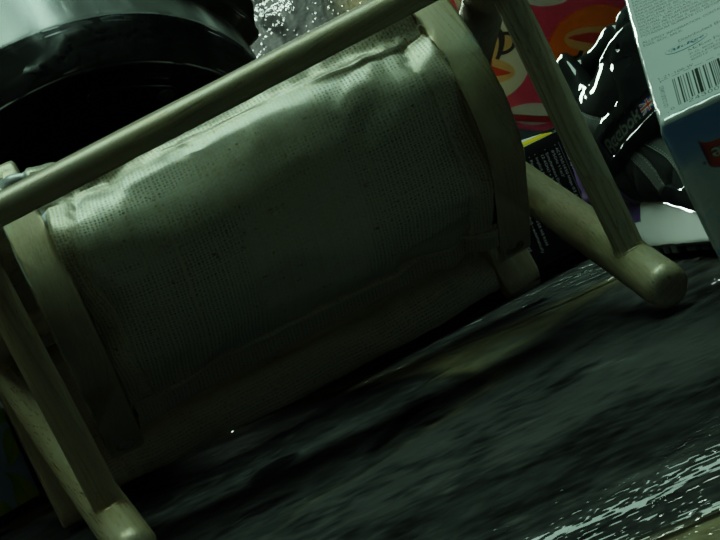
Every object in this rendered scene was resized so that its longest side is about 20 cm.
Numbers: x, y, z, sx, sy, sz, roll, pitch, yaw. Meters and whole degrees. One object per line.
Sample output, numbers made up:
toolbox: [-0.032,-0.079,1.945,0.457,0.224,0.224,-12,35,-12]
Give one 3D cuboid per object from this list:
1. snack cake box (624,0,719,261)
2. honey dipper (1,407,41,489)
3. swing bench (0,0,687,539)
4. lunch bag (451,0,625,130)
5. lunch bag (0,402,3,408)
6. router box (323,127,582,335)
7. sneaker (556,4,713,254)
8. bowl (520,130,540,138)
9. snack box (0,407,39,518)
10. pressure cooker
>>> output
snack cake box: [0.181,-0.080,0.796,0.199,0.067,0.115,-24,25,12]
honey dipper: [-0.188,0.095,1.177,0.199,0.038,0.038,-25,4,29]
swing bench: [-0.030,-0.007,0.913,0.198,0.130,0.200,-27,6,-10]
lunch bag: [0.109,-0.127,1.209,0.198,0.082,0.176,3,26,0]
lunch bag: [-0.222,0.001,1.312,0.127,0.170,0.200,8,-42,-43]
router box: [0.000,0.000,1.140,0.149,0.051,0.200,-26,4,-27]
sneaker: [0.120,-0.058,0.940,0.075,0.088,0.200,-27,5,-24]
bowl: [0.097,-0.125,1.362,0.200,0.201,0.105,-20,25,44]
snack box: [-0.251,0.115,1.081,0.168,0.068,0.200,-21,3,32]
pressure cooker: [-0.139,-0.077,1.048,0.178,0.200,0.177,-15,-43,-21]
